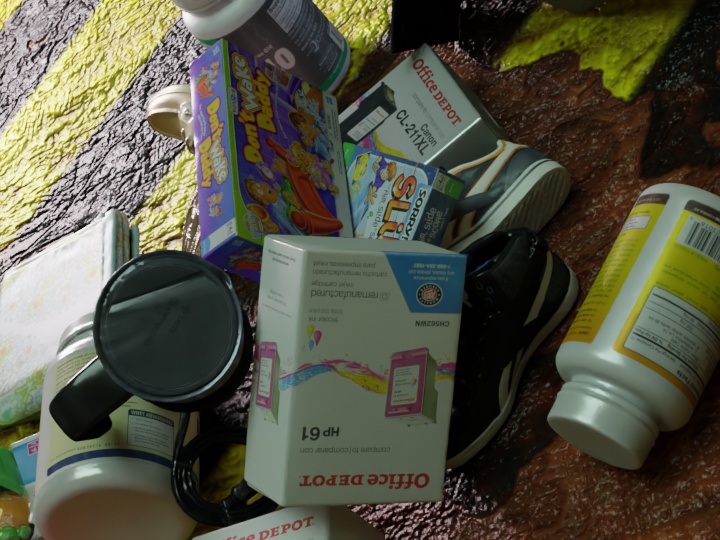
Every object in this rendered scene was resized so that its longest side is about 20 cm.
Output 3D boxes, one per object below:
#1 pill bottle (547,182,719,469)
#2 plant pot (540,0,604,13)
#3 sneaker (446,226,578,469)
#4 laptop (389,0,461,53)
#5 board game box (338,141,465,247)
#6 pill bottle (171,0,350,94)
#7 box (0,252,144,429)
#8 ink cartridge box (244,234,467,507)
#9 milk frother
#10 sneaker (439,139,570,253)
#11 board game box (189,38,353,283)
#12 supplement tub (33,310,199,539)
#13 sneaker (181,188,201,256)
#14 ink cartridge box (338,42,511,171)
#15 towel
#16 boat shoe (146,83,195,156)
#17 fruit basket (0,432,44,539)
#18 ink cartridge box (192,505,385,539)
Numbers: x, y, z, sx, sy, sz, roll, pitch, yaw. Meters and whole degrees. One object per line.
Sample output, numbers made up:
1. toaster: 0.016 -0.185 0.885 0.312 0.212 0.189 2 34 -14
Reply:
1. pill bottle: 0.218 0.043 1.274 0.109 0.109 0.200 13 67 46
2. plant pot: 0.178 -0.351 1.548 0.177 0.200 0.200 112 178 -65
3. sneaker: 0.087 0.052 1.379 0.073 0.112 0.200 19 72 48
4. laptop: 0.038 -0.316 1.633 0.116 0.200 0.188 11 108 29
5. board game box: 0.000 0.000 1.440 0.135 0.034 0.200 20 88 51
6. pill bottle: -0.108 -0.256 1.737 0.113 0.200 0.113 -24 43 25
7. box: -0.310 0.077 1.781 0.200 0.021 0.164 -17 49 30
8. ink cartridge box: -0.004 0.079 1.328 0.085 0.144 0.201 21 108 63
9. milk frother: -0.130 0.101 1.386 0.181 0.200 0.188 -58 -3 -6
10. sneaker: 0.088 -0.029 1.469 0.200 0.078 0.079 -45 53 -11
11. board game box: -0.073 -0.080 1.427 0.045 0.134 0.200 -33 50 35
12. supplement tub: -0.217 0.148 1.544 0.145 0.145 0.200 -26 44 23
13. sneaker: -0.102 -0.074 1.698 0.200 0.112 0.071 -65 35 26
14. ink cartridge box: 0.031 -0.092 1.570 0.200 0.083 0.146 -40 40 9
15. towel: -0.299 0.047 1.744 0.171 0.048 0.200 -29 43 24
16. boat shoe: -0.159 -0.148 1.797 0.200 0.072 0.065 9 63 39
17. fruit basket: -0.366 0.270 1.619 0.185 0.094 0.200 -28 46 21
18. ink cartridge box: -0.063 0.293 1.336 0.144 0.084 0.200 -21 45 28
